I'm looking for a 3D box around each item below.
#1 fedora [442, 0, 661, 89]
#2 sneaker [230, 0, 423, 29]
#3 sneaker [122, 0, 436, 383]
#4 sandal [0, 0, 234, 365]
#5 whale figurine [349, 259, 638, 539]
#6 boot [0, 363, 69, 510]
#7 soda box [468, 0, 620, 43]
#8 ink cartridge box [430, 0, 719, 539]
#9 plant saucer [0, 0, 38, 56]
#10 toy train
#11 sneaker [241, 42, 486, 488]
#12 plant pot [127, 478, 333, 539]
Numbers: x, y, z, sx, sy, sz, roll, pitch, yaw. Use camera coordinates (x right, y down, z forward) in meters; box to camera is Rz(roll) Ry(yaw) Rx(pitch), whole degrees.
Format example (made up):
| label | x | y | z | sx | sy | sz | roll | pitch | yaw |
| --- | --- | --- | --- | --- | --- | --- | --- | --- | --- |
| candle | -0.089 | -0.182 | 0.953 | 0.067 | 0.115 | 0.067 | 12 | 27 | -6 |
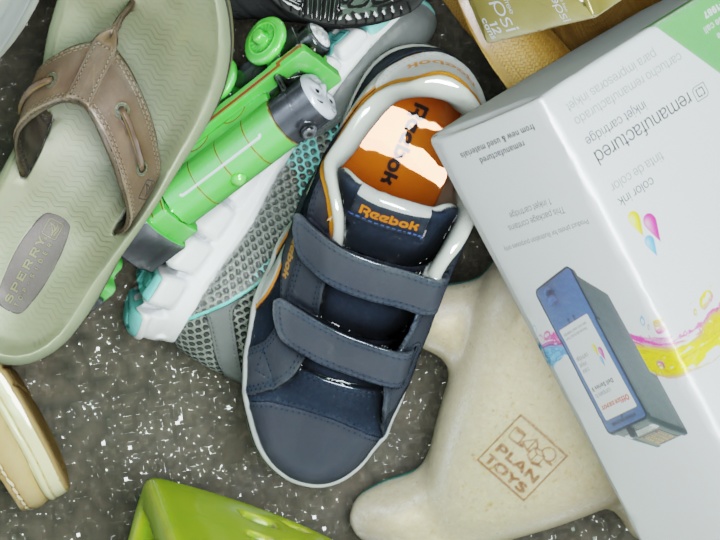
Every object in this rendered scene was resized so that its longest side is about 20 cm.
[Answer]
| label | x | y | z | sx | sy | sz | roll | pitch | yaw |
| --- | --- | --- | --- | --- | --- | --- | --- | --- | --- |
| fedora | 0.095 | -0.138 | 1.171 | 0.200 | 0.082 | 0.202 | 7 | 79 | -39 |
| sneaker | -0.073 | -0.139 | 1.155 | 0.198 | 0.104 | 0.061 | 3 | 92 | -9 |
| sneaker | -0.020 | -0.033 | 1.178 | 0.091 | 0.078 | 0.200 | 37 | 91 | -13 |
| sandal | -0.112 | -0.050 | 1.078 | 0.079 | 0.057 | 0.202 | 24 | 96 | 2 |
| whale figurine | 0.085 | 0.062 | 1.183 | 0.159 | 0.104 | 0.200 | 39 | 107 | -4 |
| boot | -0.238 | 0.058 | 1.135 | 0.155 | 0.073 | 0.200 | -40 | 92 | -8 |
| soda box | 0.124 | -0.168 | 1.099 | 0.200 | 0.068 | 0.064 | -36 | 107 | -37 |
| ink cartridge box | 0.144 | -0.004 | 1.071 | 0.145 | 0.087 | 0.201 | -31 | 98 | -32 |
| plant saucer | -0.179 | -0.138 | 1.113 | 0.050 | 0.199 | 0.202 | 22 | 84 | -39 |
| toy train | -0.087 | -0.036 | 1.132 | 0.200 | 0.042 | 0.057 | -36 | 48 | 20 |
| sneaker | 0.000 | 0.000 | 1.109 | 0.078 | 0.079 | 0.201 | 15 | 95 | -7 |
| plant pot | -0.019 | 0.220 | 1.088 | 0.180 | 0.200 | 0.200 | 12 | 101 | -14 |
